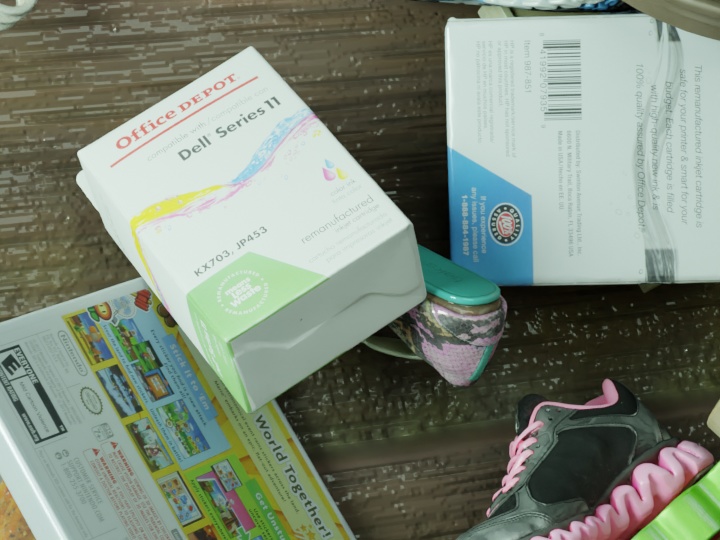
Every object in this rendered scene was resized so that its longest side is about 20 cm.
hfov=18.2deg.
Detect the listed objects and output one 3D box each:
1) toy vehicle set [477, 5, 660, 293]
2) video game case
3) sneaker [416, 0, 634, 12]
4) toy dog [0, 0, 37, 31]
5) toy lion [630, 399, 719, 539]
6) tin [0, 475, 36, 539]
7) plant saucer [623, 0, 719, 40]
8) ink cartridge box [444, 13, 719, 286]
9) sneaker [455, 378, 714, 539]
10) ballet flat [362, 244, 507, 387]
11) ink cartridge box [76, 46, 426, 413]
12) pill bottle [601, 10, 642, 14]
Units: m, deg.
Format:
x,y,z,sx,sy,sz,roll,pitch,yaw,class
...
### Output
x,y,z,sx,sy,sz,roll,pitch,yaw,class
0.172,-0.101,1.360,0.124,0.027,0.201,-25,79,-25,toy vehicle set
-0.101,0.102,1.155,0.181,0.023,0.201,-19,75,-50,video game case
0.088,-0.190,1.266,0.075,0.199,0.088,0,100,-41,sneaker
-0.265,-0.206,1.239,0.199,0.096,0.133,27,60,-23,toy dog
0.193,0.134,1.207,0.069,0.192,0.200,46,22,18,toy lion
-0.193,0.141,1.141,0.112,0.042,0.200,45,63,-2,tin
0.191,-0.177,1.199,0.198,0.030,0.201,10,37,-7,plant saucer
0.148,-0.069,1.245,0.198,0.084,0.147,-1,95,5,ink cartridge box
0.102,0.116,1.218,0.199,0.079,0.096,-21,68,-45,sneaker
0.000,0.000,1.229,0.069,0.072,0.200,-10,37,-43,ballet flat
-0.068,-0.037,1.179,0.117,0.068,0.200,-32,53,-13,ink cartridge box
0.215,-0.166,1.323,0.199,0.109,0.109,35,63,-2,pill bottle
